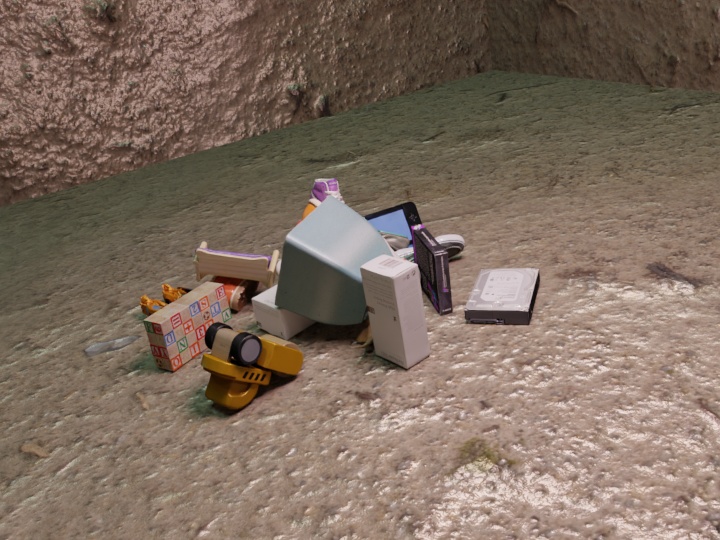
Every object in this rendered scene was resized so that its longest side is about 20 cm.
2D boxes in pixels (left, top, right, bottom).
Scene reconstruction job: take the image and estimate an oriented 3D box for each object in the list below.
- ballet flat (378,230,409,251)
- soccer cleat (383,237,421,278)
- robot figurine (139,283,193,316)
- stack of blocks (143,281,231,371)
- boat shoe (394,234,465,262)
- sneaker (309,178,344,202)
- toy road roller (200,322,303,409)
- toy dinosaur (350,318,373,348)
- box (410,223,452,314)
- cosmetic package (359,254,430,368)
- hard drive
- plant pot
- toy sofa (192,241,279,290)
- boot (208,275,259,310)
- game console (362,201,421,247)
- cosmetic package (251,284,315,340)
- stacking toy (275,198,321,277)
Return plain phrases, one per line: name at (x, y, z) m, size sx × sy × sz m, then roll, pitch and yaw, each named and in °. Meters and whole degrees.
ballet flat at (0.028, -0.080, 1.777) m, size 0.197 × 0.065 × 0.067 m, roll 17°, pitch 0°, yaw -13°
soccer cleat at (0.063, -0.023, 1.702) m, size 0.069 × 0.078 × 0.199 m, roll -43°, pitch 62°, yaw -16°
robot figurine at (-0.452, 0.087, 1.767) m, size 0.197 × 0.059 × 0.144 m, roll 9°, pitch 31°, yaw 38°
stack of blocks at (-0.379, 0.121, 1.592) m, size 0.058 × 0.117 × 0.199 m, roll 6°, pitch 28°, yaw 33°
boat shoe at (0.174, -0.027, 1.772) m, size 0.197 × 0.073 × 0.071 m, roll -18°, pitch 48°, yaw -6°
sneaker at (-0.066, -0.170, 1.846) m, size 0.072 × 0.116 × 0.200 m, roll -17°, pitch 41°, yaw -39°
toy road roller at (-0.222, 0.195, 1.397) m, size 0.122 × 0.149 × 0.199 m, roll 13°, pitch -5°, yaw 43°
toy dinosaur at (0.034, 0.130, 1.500) m, size 0.100 × 0.059 × 0.200 m, roll -22°, pitch 15°, yaw 11°
box at (0.160, -0.007, 1.619) m, size 0.035 × 0.145 × 0.200 m, roll -11°, pitch 24°, yaw -6°
cosmetic package at (0.068, 0.080, 1.390) m, size 0.073 × 0.203 × 0.101 m, roll -26°, pitch 27°, yaw -33°
hard drive at (0.313, 0.052, 1.557) m, size 0.137 × 0.038 × 0.200 m, roll 0°, pitch 27°, yaw 22°
plant pot at (-0.042, -0.001, 1.526) m, size 0.198 × 0.198 × 0.196 m, roll 27°, pitch 42°, yaw 13°
toy sofa at (-0.301, -0.024, 1.734) m, size 0.196 × 0.099 × 0.083 m, roll 6°, pitch 37°, yaw 3°
boot at (-0.315, 0.019, 1.809) m, size 0.105 × 0.076 × 0.200 m, roll 17°, pitch 30°, yaw 10°
game console at (0.098, -0.085, 1.862) m, size 0.197 × 0.179 × 0.116 m, roll -18°, pitch -4°, yaw -19°
cosmetic package at (-0.140, 0.071, 1.647) m, size 0.112 × 0.083 × 0.199 m, roll 15°, pitch 33°, yaw 41°
stacking toy at (-0.134, -0.061, 1.733) m, size 0.200 × 0.147 × 0.146 m, roll -44°, pitch 31°, yaw -7°
